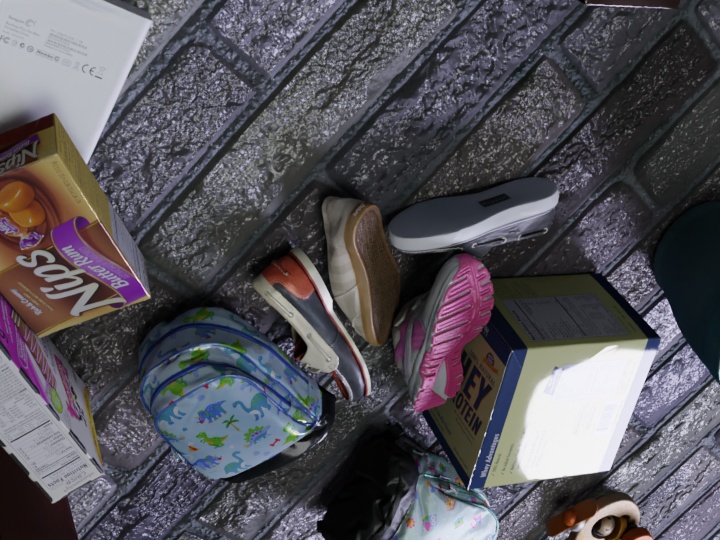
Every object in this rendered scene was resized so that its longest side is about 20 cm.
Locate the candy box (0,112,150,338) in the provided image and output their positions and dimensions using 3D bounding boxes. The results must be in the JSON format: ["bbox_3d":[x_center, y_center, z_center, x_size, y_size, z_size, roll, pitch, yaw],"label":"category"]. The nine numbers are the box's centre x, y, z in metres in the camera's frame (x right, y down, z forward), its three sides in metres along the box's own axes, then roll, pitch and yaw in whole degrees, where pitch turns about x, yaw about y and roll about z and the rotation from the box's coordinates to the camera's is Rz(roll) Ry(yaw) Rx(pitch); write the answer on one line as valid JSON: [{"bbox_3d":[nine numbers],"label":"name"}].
[{"bbox_3d":[-0.275,-0.033,0.943,0.115,0.057,0.201,-19,140,1],"label":"candy box"}]

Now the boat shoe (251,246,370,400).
[{"bbox_3d":[-0.048,0.068,1.137,0.062,0.071,0.201,-36,125,-15],"label":"boat shoe"}]

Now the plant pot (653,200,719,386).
[{"bbox_3d":[0.447,0.023,1.263,0.197,0.188,0.202,-12,126,-17],"label":"plant pot"}]

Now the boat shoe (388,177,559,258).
[{"bbox_3d":[0.122,-0.043,1.152,0.198,0.070,0.067,-19,127,-22],"label":"boat shoe"}]

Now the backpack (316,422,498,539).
[{"bbox_3d":[0.069,0.299,1.317,0.199,0.127,0.168,24,107,-38],"label":"backpack"}]

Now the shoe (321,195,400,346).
[{"bbox_3d":[0.000,0.000,1.135,0.070,0.053,0.202,-53,147,-34],"label":"shoe"}]

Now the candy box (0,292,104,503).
[{"bbox_3d":[-0.315,0.098,0.996,0.060,0.137,0.201,-27,130,-4],"label":"candy box"}]

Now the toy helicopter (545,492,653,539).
[{"bbox_3d":[0.301,0.379,1.513,0.199,0.079,0.132,-39,129,9],"label":"toy helicopter"}]

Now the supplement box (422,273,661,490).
[{"bbox_3d":[0.204,0.125,1.255,0.197,0.135,0.202,-2,123,-23],"label":"supplement box"}]

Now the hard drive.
[{"bbox_3d":[-0.276,-0.150,0.916,0.131,0.026,0.201,17,114,-33],"label":"hard drive"}]

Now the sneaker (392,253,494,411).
[{"bbox_3d":[0.076,0.056,1.172,0.080,0.088,0.202,-11,135,-34],"label":"sneaker"}]

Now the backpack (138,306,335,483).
[{"bbox_3d":[-0.140,0.128,1.107,0.162,0.154,0.201,-25,117,14],"label":"backpack"}]

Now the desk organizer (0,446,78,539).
[{"bbox_3d":[-0.328,0.251,1.054,0.076,0.200,0.072,6,120,-29],"label":"desk organizer"}]

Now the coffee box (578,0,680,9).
[{"bbox_3d":[0.257,-0.351,0.991,0.111,0.080,0.202,-4,123,-23],"label":"coffee box"}]
